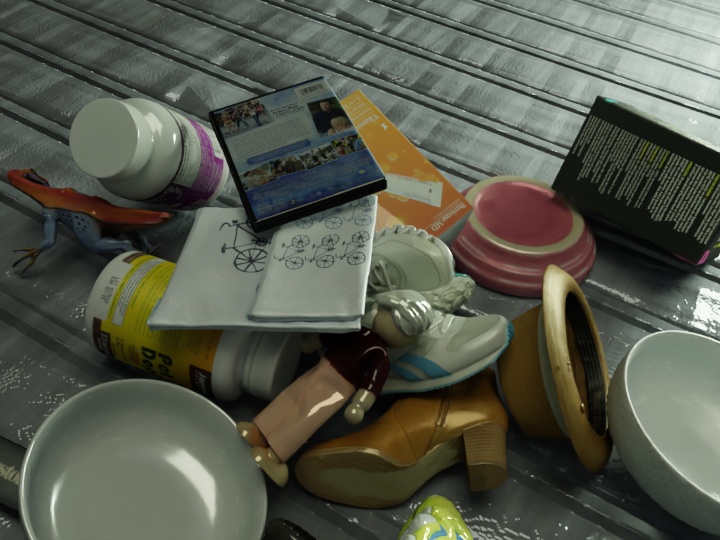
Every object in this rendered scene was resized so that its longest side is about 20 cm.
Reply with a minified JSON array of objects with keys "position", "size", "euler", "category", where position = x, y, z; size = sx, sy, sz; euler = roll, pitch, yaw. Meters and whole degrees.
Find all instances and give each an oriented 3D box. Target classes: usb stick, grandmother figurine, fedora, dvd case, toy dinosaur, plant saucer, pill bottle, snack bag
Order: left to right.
[{"position":[-0.319,0.176,0.671],"size":[0.198,0.033,0.056],"euler":[20,45,14],"category":"usb stick"},{"position":[-0.310,-0.074,0.855],"size":[0.181,0.200,0.105],"euler":[43,30,-6],"category":"toy dinosaur"},{"position":[-0.239,-0.132,0.872],"size":[0.111,0.114,0.200],"euler":[20,4,15],"category":"pill bottle"},{"position":[-0.161,0.060,0.752],"size":[0.198,0.110,0.110],"euler":[18,45,13],"category":"pill bottle"},{"position":[-0.086,-0.013,0.721],"size":[0.197,0.022,0.190],"euler":[0,41,8],"category":"snack bag"},{"position":[-0.072,-0.129,0.803],"size":[0.141,0.018,0.201],"euler":[-20,49,-9],"category":"dvd case"},{"position":[-0.018,0.090,0.673],"size":[0.200,0.061,0.121],"euler":[-41,49,-3],"category":"grandmother figurine"},{"position":[0.199,-0.054,0.951],"size":[0.198,0.051,0.202],"euler":[3,45,-3],"category":"plant saucer"},{"position":[0.185,0.098,0.741],"size":[0.081,0.201,0.202],"euler":[-16,36,27],"category":"fedora"}]

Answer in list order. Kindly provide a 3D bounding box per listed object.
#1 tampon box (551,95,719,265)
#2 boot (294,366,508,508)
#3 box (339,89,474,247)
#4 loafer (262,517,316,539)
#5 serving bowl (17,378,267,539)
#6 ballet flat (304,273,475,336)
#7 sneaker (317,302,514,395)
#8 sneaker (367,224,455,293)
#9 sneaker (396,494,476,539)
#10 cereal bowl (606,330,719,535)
[{"position":[0.370,-0.112,0.940],"size":[0.199,0.127,0.149],"euler":[35,23,28],"category":"tampon box"},{"position":[0.040,0.146,0.727],"size":[0.198,0.072,0.145],"euler":[-2,32,1],"category":"boot"},{"position":[0.011,-0.086,0.878],"size":[0.124,0.098,0.200],"euler":[-38,77,-25],"category":"box"},{"position":[-0.010,0.279,0.582],"size":[0.199,0.073,0.072],"euler":[35,81,26],"category":"loafer"},{"position":[-0.179,0.192,0.626],"size":[0.198,0.066,0.201],"euler":[19,40,-17],"category":"serving bowl"},{"position":[0.031,0.052,0.821],"size":[0.197,0.072,0.072],"euler":[-7,45,-6],"category":"ballet flat"},{"position":[0.047,0.066,0.727],"size":[0.198,0.082,0.077],"euler":[-12,13,22],"category":"sneaker"},{"position":[0.000,0.000,0.765],"size":[0.198,0.076,0.081],"euler":[3,34,33],"category":"sneaker"},{"position":[0.070,0.234,0.569],"size":[0.105,0.076,0.200],"euler":[37,11,12],"category":"sneaker"},{"position":[0.315,0.158,0.707],"size":[0.198,0.084,0.202],"euler":[12,44,-11],"category":"cereal bowl"}]
